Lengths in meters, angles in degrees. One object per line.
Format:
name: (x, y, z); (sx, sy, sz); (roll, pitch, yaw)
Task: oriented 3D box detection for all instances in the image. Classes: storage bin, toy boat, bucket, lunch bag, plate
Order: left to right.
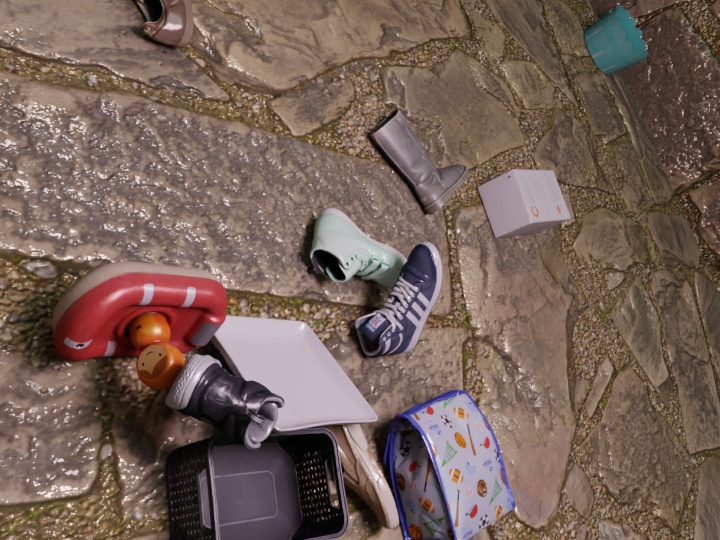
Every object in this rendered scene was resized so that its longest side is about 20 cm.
toy boat: (-0.237, 0.074, 0.814); (0.200, 0.131, 0.131); (6, 45, -45)
storage bin: (-0.122, 0.270, 0.882); (0.200, 0.094, 0.136); (9, 65, -44)
plate: (-0.096, 0.139, 0.963); (0.200, 0.032, 0.200); (9, 33, -51)
lunch bag: (0.130, 0.298, 1.123); (0.170, 0.124, 0.201); (-11, 87, -48)
bucket: (0.868, -0.778, 2.478); (0.207, 0.135, 0.208); (24, 55, -39)

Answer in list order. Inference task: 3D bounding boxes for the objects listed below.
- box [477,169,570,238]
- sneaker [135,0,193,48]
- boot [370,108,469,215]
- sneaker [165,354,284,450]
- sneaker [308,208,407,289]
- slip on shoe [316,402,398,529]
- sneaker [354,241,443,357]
box: (0.371, -0.151, 1.637); (0.200, 0.097, 0.125); (-8, 77, -50)
sneaker: (-0.297, -0.428, 1.069); (0.075, 0.070, 0.201); (1, 70, -46)
boot: (0.118, -0.228, 1.434); (0.200, 0.073, 0.182); (50, 40, -7)
sneaker: (-0.149, 0.151, 0.818); (0.114, 0.200, 0.076); (29, 78, 0)
sneaker: (-0.001, 0.000, 1.167); (0.200, 0.074, 0.118); (35, 40, -17)
slip on shoe: (-0.007, 0.281, 1.033); (0.060, 0.076, 0.201); (-24, 99, -11)
sneaker: (0.058, 0.052, 1.143); (0.108, 0.201, 0.070); (-8, 33, -43)
